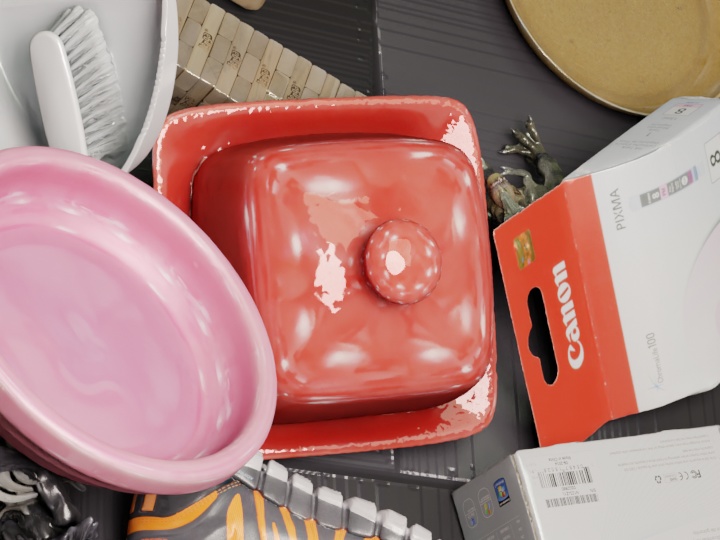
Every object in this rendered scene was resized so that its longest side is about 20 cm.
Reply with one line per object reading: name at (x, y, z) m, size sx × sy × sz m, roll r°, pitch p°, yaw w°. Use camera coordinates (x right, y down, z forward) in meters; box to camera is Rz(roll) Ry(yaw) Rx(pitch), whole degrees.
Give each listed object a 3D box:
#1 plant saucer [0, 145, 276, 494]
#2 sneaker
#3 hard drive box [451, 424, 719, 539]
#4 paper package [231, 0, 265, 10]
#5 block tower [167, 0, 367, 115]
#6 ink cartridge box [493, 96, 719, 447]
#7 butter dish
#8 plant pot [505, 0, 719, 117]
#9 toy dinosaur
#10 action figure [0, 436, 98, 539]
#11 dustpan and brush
plant saucer at (-0.134, 0.031, 1.168) m, size 0.200 × 0.051 × 0.201 m, roll 30°, pitch 36°, yaw -25°
sneaker at (-0.037, 0.173, 1.258) m, size 0.199 × 0.078 × 0.113 m, roll 25°, pitch 61°, yaw -5°
hard drive box at (0.157, 0.201, 1.347) m, size 0.155 × 0.077 × 0.201 m, roll -4°, pitch 69°, yaw -31°
paper package at (-0.091, -0.276, 1.360) m, size 0.199 × 0.191 × 0.104 m, roll 30°, pitch 55°, yaw -13°
block tower at (-0.047, -0.090, 1.383) m, size 0.199 × 0.054 × 0.058 m, roll 29°, pitch 55°, yaw -16°
ink cartridge box at (0.170, 0.007, 1.413) m, size 0.200 × 0.057 × 0.164 m, roll -37°, pitch 121°, yaw -45°
butter dish at (0.000, 0.000, 1.278) m, size 0.198 × 0.148 × 0.201 m, roll -3°, pitch 88°, yaw -20°
plant pot at (0.170, -0.188, 1.572) m, size 0.199 × 0.027 × 0.202 m, roll 13°, pitch 61°, yaw -24°
toy dinosaur at (0.108, -0.051, 1.449) m, size 0.088 × 0.048 × 0.199 m, roll 44°, pitch 24°, yaw 24°
action figure at (-0.196, 0.099, 1.173) m, size 0.101 × 0.119 × 0.201 m, roll 9°, pitch 53°, yaw -37°
dustpan and brush at (-0.155, -0.063, 1.287) m, size 0.057 × 0.139 × 0.202 m, roll -29°, pitch 113°, yaw -57°
